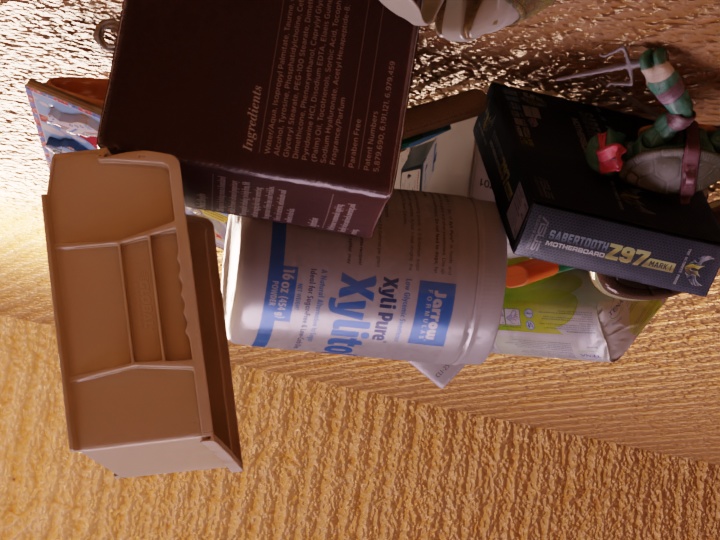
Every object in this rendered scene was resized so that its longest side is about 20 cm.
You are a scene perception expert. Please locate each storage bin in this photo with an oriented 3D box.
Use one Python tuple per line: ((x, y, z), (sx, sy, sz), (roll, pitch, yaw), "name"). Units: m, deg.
((-0.144, 0.033, 1.493), (0.094, 0.199, 0.200), (-8, 170, 2), "storage bin")

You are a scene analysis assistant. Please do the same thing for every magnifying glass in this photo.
((0.169, -0.006, 1.922), (0.079, 0.022, 0.200), (-12, 180, 25), "magnifying glass")

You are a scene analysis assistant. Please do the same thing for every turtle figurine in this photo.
((0.241, -0.100, 1.640), (0.200, 0.101, 0.150), (3, 170, 2), "turtle figurine")

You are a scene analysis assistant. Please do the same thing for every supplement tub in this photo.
((0.000, 0.000, 1.675), (0.200, 0.132, 0.132), (5, 171, -8), "supplement tub")

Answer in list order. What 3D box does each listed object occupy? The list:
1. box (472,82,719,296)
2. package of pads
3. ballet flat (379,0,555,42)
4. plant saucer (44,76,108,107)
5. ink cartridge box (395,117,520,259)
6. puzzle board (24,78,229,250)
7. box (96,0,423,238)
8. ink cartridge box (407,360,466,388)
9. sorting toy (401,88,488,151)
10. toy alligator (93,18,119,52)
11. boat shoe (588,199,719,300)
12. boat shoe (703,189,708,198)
((0.179, -0.065, 1.692), (0.157, 0.051, 0.200), (13, -151, -14), "box")
((0.208, 0.010, 2.057), (0.154, 0.068, 0.200), (3, -148, 35), "package of pads")
((0.054, -0.182, 1.414), (0.071, 0.071, 0.200), (1, 168, 38), "ballet flat")
((-0.163, -0.125, 1.835), (0.200, 0.038, 0.200), (9, -169, -2), "plant saucer")
((0.109, -0.068, 1.949), (0.146, 0.086, 0.200), (14, 167, -27), "ink cartridge box")
((-0.170, -0.075, 1.771), (0.200, 0.017, 0.151), (23, 157, 11), "puzzle board")
((-0.068, -0.129, 1.536), (0.200, 0.165, 0.166), (10, 171, -3), "box")
((0.004, -0.004, 1.867), (0.176, 0.045, 0.200), (41, -171, -20), "ink cartridge box")
((-0.018, -0.093, 1.770), (0.185, 0.037, 0.200), (-19, -176, -31), "sorting toy")
((-0.104, -0.164, 1.654), (0.200, 0.059, 0.054), (9, 180, 1), "toy alligator")
((0.272, -0.019, 1.955), (0.200, 0.072, 0.076), (-15, -169, -31), "boat shoe")
((0.224, -0.075, 1.848), (0.075, 0.075, 0.202), (-10, -176, 38), "boat shoe")
